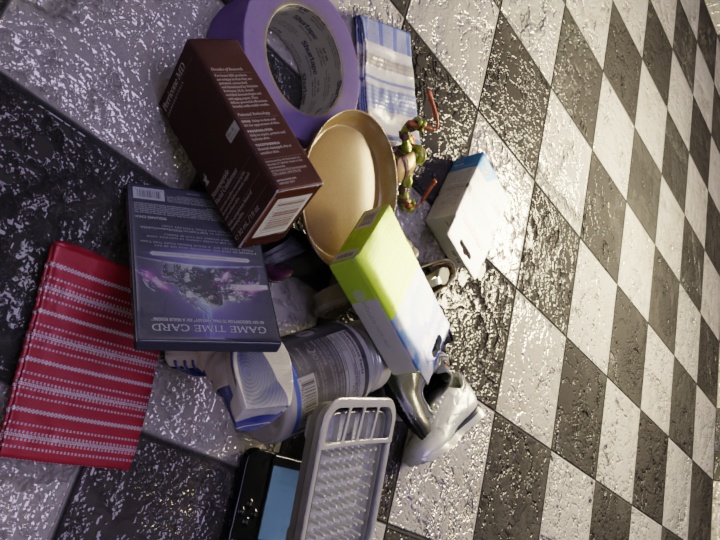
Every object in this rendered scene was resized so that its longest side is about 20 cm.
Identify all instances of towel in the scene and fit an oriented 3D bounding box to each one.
[{"bbox_3d":[0.046,-0.292,1.036,0.145,0.023,0.207,-3,88,-49],"label":"towel"},{"bbox_3d":[-0.268,0.087,0.649,0.143,0.022,0.207,25,70,-46],"label":"towel"}]

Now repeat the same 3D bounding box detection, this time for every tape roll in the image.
[{"bbox_3d":[-0.095,-0.257,0.830,0.197,0.083,0.207,8,79,-47],"label":"tape roll"}]

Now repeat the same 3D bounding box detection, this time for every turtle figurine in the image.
[{"bbox_3d":[0.056,-0.165,0.993,0.160,0.064,0.204,-37,145,-38],"label":"turtle figurine"}]

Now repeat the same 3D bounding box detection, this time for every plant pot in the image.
[{"bbox_3d":[-0.017,-0.102,0.842,0.197,0.027,0.207,-13,107,-51],"label":"plant pot"}]

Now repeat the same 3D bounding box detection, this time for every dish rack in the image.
[{"bbox_3d":[-0.027,0.247,0.761,0.170,0.042,0.207,18,82,-59],"label":"dish rack"}]

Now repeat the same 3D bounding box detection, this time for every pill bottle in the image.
[{"bbox_3d":[-0.054,0.129,0.815,0.197,0.112,0.118,-13,95,-48],"label":"pill bottle"}]

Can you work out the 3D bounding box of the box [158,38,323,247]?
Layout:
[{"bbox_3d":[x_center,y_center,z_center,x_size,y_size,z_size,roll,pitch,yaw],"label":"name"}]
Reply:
[{"bbox_3d":[-0.133,-0.140,0.705,0.074,0.100,0.203,-15,68,-45],"label":"box"}]

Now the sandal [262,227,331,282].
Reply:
[{"bbox_3d":[-0.093,-0.017,0.809,0.197,0.048,0.076,8,125,-48],"label":"sandal"}]

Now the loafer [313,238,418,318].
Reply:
[{"bbox_3d":[0.000,0.000,0.922,0.198,0.075,0.069,-33,86,-39],"label":"loafer"}]

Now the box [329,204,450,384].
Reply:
[{"bbox_3d":[0.045,0.034,0.841,0.203,0.047,0.123,60,38,-24],"label":"box"}]

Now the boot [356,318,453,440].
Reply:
[{"bbox_3d":[0.085,0.127,0.937,0.128,0.068,0.204,-28,90,-12],"label":"boot"}]

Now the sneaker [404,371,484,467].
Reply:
[{"bbox_3d":[0.123,0.240,1.043,0.198,0.075,0.082,-29,96,-50],"label":"sneaker"}]

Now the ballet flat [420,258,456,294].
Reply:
[{"bbox_3d":[0.086,0.024,1.017,0.198,0.068,0.072,-24,104,-46],"label":"ballet flat"}]

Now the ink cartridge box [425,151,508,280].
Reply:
[{"bbox_3d":[0.182,-0.092,1.134,0.117,0.065,0.203,53,51,-31],"label":"ink cartridge box"}]

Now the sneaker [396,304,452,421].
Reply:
[{"bbox_3d":[0.117,0.143,1.025,0.074,0.087,0.205,40,57,-35],"label":"sneaker"}]

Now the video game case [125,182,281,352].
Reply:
[{"bbox_3d":[-0.165,-0.006,0.668,0.139,0.019,0.204,5,49,-29],"label":"video game case"}]

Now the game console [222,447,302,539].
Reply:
[{"bbox_3d":[-0.057,0.325,0.789,0.198,0.116,0.176,29,66,-43],"label":"game console"}]

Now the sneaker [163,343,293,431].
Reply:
[{"bbox_3d":[-0.149,0.091,0.699,0.079,0.115,0.202,13,40,-45],"label":"sneaker"}]
